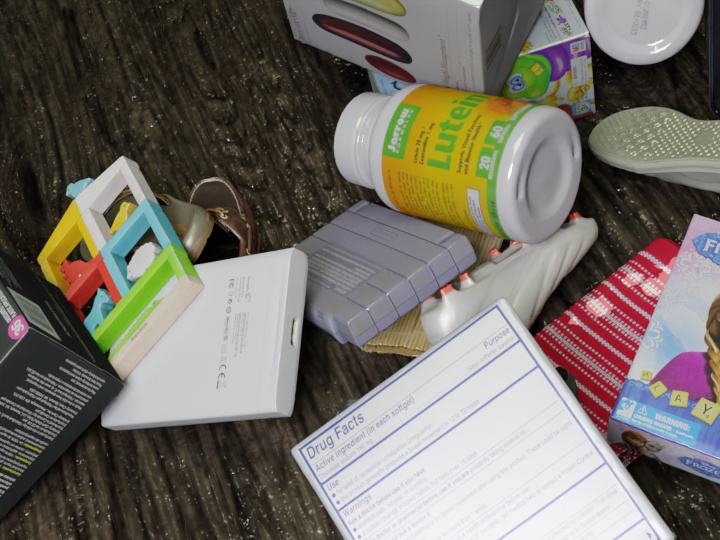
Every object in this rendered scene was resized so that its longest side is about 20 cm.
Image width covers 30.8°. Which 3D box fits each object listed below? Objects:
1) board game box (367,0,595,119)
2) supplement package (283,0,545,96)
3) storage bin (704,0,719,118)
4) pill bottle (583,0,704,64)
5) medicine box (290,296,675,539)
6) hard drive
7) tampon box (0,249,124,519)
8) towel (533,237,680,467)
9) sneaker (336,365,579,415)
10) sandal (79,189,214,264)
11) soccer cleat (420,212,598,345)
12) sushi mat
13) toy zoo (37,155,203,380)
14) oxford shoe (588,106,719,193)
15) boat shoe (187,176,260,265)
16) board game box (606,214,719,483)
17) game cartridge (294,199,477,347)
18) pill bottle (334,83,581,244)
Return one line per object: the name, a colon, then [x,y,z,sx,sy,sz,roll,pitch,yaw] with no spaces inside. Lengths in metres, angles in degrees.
board game box: [0.111,-0.188,1.243,0.197,0.104,0.106,-17,49,0]
supplement package: [0.045,-0.265,1.107,0.198,0.192,0.148,24,75,15]
storage bin: [0.373,-0.236,1.146,0.133,0.201,0.095,-2,49,13]
pill bottle: [0.265,-0.279,1.244,0.107,0.110,0.201,-5,27,11]
medicine box: [0.084,0.156,0.895,0.181,0.103,0.201,-35,71,2]
hard drive: [-0.131,0.060,1.078,0.198,0.027,0.134,-9,68,36]
tampon box: [-0.325,0.100,1.067,0.200,0.126,0.150,-46,51,1]
towel: [0.223,0.063,1.054,0.199,0.023,0.144,-36,50,-15]
sneaker: [0.080,0.108,1.016,0.197,0.079,0.096,1,54,12]
sandal: [-0.205,-0.040,1.191,0.199,0.054,0.081,5,70,52]
soccer cleat: [0.131,0.017,1.098,0.199,0.078,0.069,-30,7,-30]
sushi mat: [0.072,-0.005,1.159,0.094,0.012,0.201,7,52,23]
toy zoo: [-0.219,-0.009,1.144,0.131,0.020,0.201,-47,50,15]
oxford shoe: [0.289,-0.102,1.157,0.198,0.058,0.076,13,60,43]
boat shoe: [-0.128,-0.021,1.190,0.069,0.071,0.201,-17,47,1]
board game box: [0.313,0.072,0.985,0.198,0.041,0.201,19,61,19]
game cartridge: [0.000,0.000,1.112,0.129,0.039,0.200,-39,25,-12]
pill bottle: [0.076,-0.096,1.101,0.198,0.112,0.111,16,56,38]
